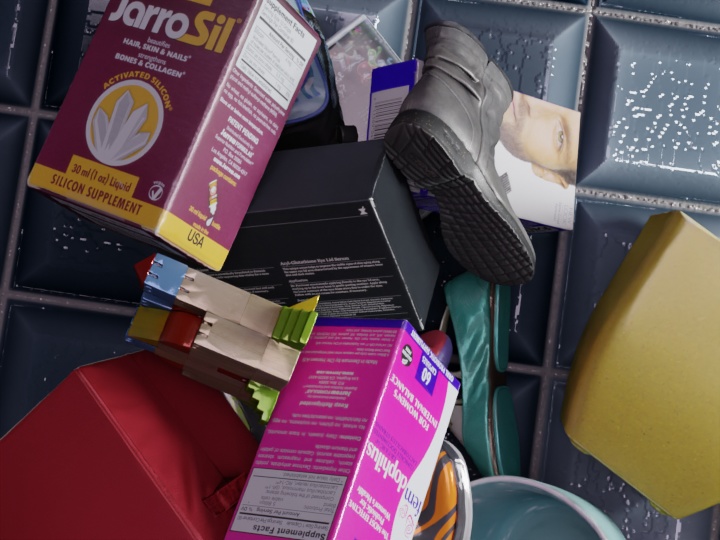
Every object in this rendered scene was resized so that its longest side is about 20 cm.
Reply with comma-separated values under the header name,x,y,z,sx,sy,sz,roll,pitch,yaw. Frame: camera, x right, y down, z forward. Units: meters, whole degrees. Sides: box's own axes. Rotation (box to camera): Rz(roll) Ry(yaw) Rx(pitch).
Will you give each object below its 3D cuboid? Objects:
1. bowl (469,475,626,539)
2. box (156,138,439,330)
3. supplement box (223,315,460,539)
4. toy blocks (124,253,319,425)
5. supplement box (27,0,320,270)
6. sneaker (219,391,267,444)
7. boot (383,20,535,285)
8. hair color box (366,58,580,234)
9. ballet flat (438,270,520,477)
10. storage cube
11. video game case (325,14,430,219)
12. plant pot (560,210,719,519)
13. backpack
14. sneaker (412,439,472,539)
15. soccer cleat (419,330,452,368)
name,x,y,z,sx,sy,sz,roll,pitch,yaw
bowl,0.152,0.262,1.183,0.199,0.105,0.203,2,94,34
box,-0.053,-0.021,1.145,0.198,0.142,0.079,-4,45,22
supplement box,-0.011,0.147,1.094,0.103,0.101,0.201,1,58,35
toy blocks,-0.118,0.048,1.099,0.136,0.200,0.101,23,74,-5
supplement box,-0.137,-0.121,1.067,0.130,0.103,0.201,18,81,27
sneaker,-0.147,0.099,1.241,0.082,0.072,0.201,-30,84,0
boot,0.100,-0.093,1.134,0.069,0.201,0.132,-4,46,33
hair color box,0.098,-0.101,1.213,0.199,0.065,0.110,11,81,-40
ballet flat,0.100,0.099,1.252,0.070,0.067,0.202,-5,83,24
storage cube,-0.188,0.184,1.153,0.200,0.171,0.180,-42,81,20
video game case,-0.021,-0.102,1.289,0.199,0.023,0.182,-38,85,-3
plant pot,0.270,0.088,1.189,0.195,0.194,0.201,38,94,4
backpack,-0.120,-0.187,1.222,0.182,0.147,0.201,-18,65,2
sneaker,0.015,0.229,1.135,0.111,0.077,0.202,5,107,-35
soccer cleat,0.023,0.143,1.225,0.076,0.067,0.201,40,80,-23
